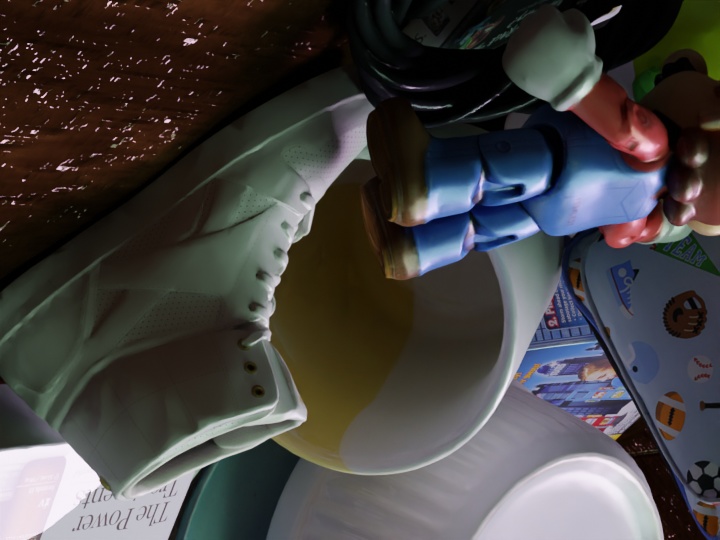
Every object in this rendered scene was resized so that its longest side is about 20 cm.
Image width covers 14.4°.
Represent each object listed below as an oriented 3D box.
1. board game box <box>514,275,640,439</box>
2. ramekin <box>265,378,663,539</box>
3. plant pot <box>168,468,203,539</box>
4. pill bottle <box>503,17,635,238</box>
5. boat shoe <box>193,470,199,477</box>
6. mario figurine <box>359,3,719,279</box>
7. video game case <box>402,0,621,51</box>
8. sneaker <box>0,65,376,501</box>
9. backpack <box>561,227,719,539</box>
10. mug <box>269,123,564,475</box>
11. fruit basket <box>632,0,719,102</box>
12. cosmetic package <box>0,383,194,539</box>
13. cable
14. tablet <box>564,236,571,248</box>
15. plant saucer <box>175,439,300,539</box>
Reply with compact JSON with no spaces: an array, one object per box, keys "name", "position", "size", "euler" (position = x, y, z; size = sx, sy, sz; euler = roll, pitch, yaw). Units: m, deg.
[{"name":"board game box","position":[0.073,0.049,1.575],"size":[0.200,0.062,0.200],"euler":[1,152,-26]},{"name":"ramekin","position":[0.058,0.151,1.385],"size":[0.200,0.105,0.200],"euler":[-16,113,-41]},{"name":"plant pot","position":[-0.058,0.154,1.528],"size":[0.200,0.200,0.177],"euler":[-32,153,-33]},{"name":"pill bottle","position":[0.172,-0.099,1.447],"size":[0.200,0.112,0.112],"euler":[-34,168,-23]},{"name":"boat shoe","position":[-0.150,0.116,1.357],"size":[0.200,0.073,0.062],"euler":[-36,171,11]},{"name":"mario figurine","position":[0.098,-0.056,1.163],"size":[0.200,0.106,0.123],"euler":[-8,-177,-11]},{"name":"video game case","position":[0.107,-0.156,1.251],"size":[0.200,0.023,0.182],"euler":[-27,163,-50]},{"name":"sneaker","position":[-0.047,0.011,1.164],"size":[0.200,0.116,0.074],"euler":[-38,167,-16]},{"name":"backpack","position":[0.204,0.014,1.285],"size":[0.190,0.200,0.154],"euler":[-31,171,16]},{"name":"mug","position":[0.006,-0.006,1.305],"size":[0.153,0.186,0.150],"euler":[-36,139,-64]},{"name":"fruit basket","position":[0.213,-0.129,1.297],"size":[0.216,0.155,0.216],"euler":[-62,-172,16]},{"name":"cosmetic package","position":[-0.162,0.124,1.177],"size":[0.200,0.052,0.151],"euler":[-4,123,-54]},{"name":"cable","position":[0.073,-0.121,1.125],"size":[0.200,0.051,0.163],"euler":[-38,155,24]},{"name":"tablet","position":[0.122,-0.029,1.527],"size":[0.130,0.014,0.200],"euler":[-13,-168,8]},{"name":"plant saucer","position":[-0.021,0.136,1.396],"size":[0.200,0.027,0.200],"euler":[-14,111,-41]}]
